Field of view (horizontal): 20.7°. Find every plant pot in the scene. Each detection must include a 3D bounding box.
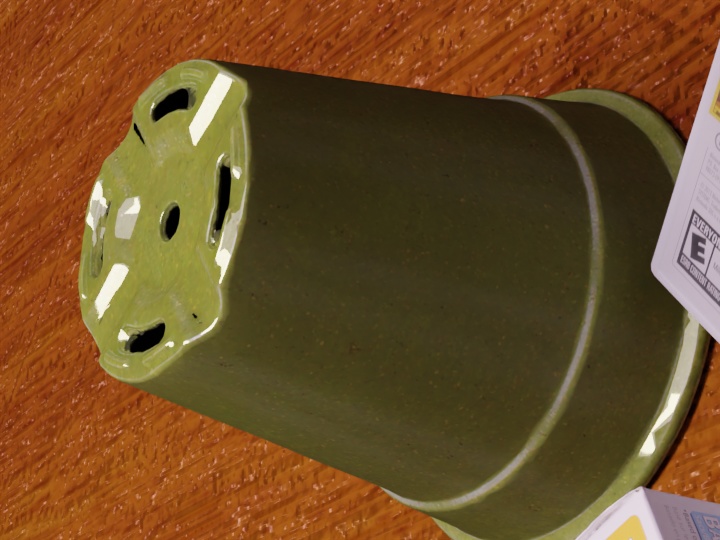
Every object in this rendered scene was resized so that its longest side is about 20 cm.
[{"bbox_3d":[0.000,0.000,0.764,0.200,0.190,0.200,-29,54,48],"label":"plant pot"}]

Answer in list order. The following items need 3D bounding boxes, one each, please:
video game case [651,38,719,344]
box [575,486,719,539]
[{"bbox_3d":[0.172,-0.021,0.605,0.200,0.023,0.182,53,140,46],"label":"video game case"},{"bbox_3d":[0.122,0.178,0.581,0.101,0.112,0.200,-51,40,34],"label":"box"}]
